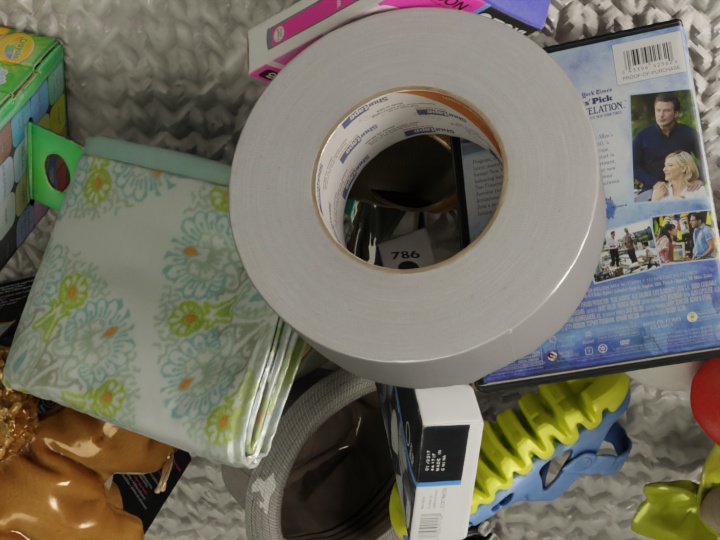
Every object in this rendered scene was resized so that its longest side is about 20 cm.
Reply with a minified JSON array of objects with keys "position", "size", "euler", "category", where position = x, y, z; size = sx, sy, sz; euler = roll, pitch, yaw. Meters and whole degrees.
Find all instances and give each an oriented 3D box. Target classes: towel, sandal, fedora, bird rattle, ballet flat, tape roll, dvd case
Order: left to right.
[{"position":[-0.116,0.015,0.910],"size":[0.200,0.171,0.048],"euler":[15,169,29],"category":"towel"},{"position":[-0.023,0.130,1.073],"size":[0.090,0.200,0.177],"euler":[27,117,40],"category":"fedora"},{"position":[0.000,0.000,0.994],"size":[0.068,0.068,0.200],"euler":[17,115,-19],"category":"ballet flat"},{"position":[0.032,-0.039,0.816],"size":[0.200,0.201,0.066],"euler":[7,165,15],"category":"tape roll"},{"position":[0.039,-0.068,0.912],"size":[0.200,0.054,0.080],"euler":[0,116,-15],"category":"sandal"},{"position":[0.113,0.137,1.045],"size":[0.200,0.080,0.087],"euler":[-31,128,9],"category":"sandal"},{"position":[0.124,-0.038,0.841],"size":[0.142,0.200,0.018],"euler":[-10,158,16],"category":"dvd case"},{"position":[0.283,0.192,0.993],"size":[0.200,0.163,0.113],"euler":[41,93,-1],"category":"bird rattle"}]

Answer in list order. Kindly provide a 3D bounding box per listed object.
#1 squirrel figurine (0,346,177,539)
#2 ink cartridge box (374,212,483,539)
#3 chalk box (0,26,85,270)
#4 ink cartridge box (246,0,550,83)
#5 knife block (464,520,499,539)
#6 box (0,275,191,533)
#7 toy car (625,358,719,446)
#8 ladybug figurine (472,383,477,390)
[{"position":[-0.221,0.121,0.998],"size":[0.200,0.142,0.187],"euler":[39,99,-24],"category":"squirrel figurine"},{"position":[0.033,0.056,0.905],"size":[0.039,0.200,0.100],"euler":[-3,129,-7],"category":"ink cartridge box"},{"position":[-0.271,-0.088,1.008],"size":[0.200,0.124,0.125],"euler":[14,128,7],"category":"chalk box"},{"position":[0.033,-0.148,0.863],"size":[0.095,0.037,0.200],"euler":[16,151,-42],"category":"ink cartridge box"},{"position":[0.015,0.245,1.196],"size":[0.200,0.064,0.176],"euler":[21,129,4],"category":"knife block"},{"position":[-0.248,0.117,1.155],"size":[0.132,0.115,0.200],"euler":[-11,121,35],"category":"box"},{"position":[0.225,0.022,0.922],"size":[0.200,0.177,0.185],"euler":[24,150,37],"category":"toy car"},{"position":[0.100,0.005,0.933],"size":[0.072,0.136,0.200],"euler":[41,151,-2],"category":"ladybug figurine"}]
